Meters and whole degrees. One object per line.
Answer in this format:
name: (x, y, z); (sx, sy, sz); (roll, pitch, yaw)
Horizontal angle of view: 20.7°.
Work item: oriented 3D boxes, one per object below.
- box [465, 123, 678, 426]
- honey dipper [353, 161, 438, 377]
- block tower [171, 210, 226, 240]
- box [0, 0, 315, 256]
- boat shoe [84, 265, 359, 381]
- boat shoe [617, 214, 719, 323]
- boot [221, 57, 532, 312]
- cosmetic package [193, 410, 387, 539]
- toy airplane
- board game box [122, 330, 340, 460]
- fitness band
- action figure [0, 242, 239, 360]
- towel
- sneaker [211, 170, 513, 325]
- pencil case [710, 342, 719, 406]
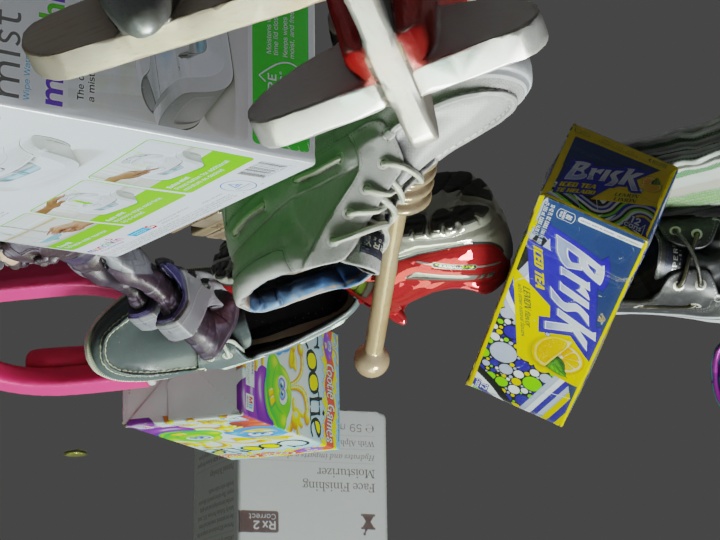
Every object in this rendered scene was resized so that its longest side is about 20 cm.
box: (0.125, 0.007, 1.188); (0.070, 0.064, 0.200); (24, 143, 6)
honey dipper: (0.015, -0.006, 1.170); (0.038, 0.038, 0.200); (1, 135, -10)
block tower: (-0.094, -0.053, 1.132); (0.200, 0.054, 0.058); (7, 163, -32)
box: (-0.147, -0.079, 0.936); (0.176, 0.097, 0.200); (9, 163, -33)
boat shoe: (-0.092, 0.032, 1.362); (0.200, 0.073, 0.062); (-14, -171, -15)
boat shoe: (0.194, -0.006, 1.235); (0.200, 0.070, 0.066); (1, 173, 30)
boot: (0.010, -0.042, 1.043); (0.200, 0.096, 0.074); (-25, 149, 32)
cosmetic package: (-0.075, 0.253, 2.044); (0.165, 0.200, 0.165); (4, 165, -21)
toy airplane: (0.000, -0.124, 0.683); (0.200, 0.141, 0.199); (-31, -162, -33)
board game box: (-0.099, 0.085, 1.572); (0.103, 0.105, 0.200); (-7, 165, 20)
fitness band: (-0.220, 0.040, 1.438); (0.200, 0.037, 0.144); (-7, 146, 14)
action figure: (-0.169, -0.012, 1.256); (0.130, 0.069, 0.200); (-2, 153, 42)
towel: (0.228, -0.055, 1.219); (0.149, 0.031, 0.200); (-10, 166, 40)
sneaker: (0.000, 0.000, 1.239); (0.200, 0.077, 0.085); (-7, 127, 23)
pencil case: (0.384, 0.108, 1.744); (0.092, 0.085, 0.200); (23, -177, 34)
